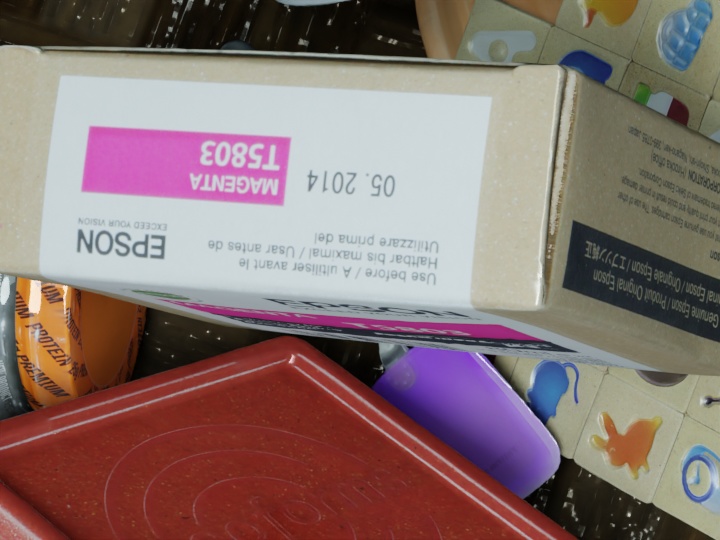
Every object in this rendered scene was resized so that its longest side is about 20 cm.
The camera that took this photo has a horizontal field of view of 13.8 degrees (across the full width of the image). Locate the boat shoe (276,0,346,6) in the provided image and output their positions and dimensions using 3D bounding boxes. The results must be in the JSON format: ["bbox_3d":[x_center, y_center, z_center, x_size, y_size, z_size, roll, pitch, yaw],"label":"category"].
[{"bbox_3d":[0.052,-0.141,1.002,0.200,0.062,0.072,-15,33,9],"label":"boat shoe"}]

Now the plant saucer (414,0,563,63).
[{"bbox_3d":[0.116,-0.109,1.044,0.200,0.032,0.201,-2,79,11],"label":"plant saucer"}]

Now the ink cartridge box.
[{"bbox_3d":[0.005,-0.018,0.939,0.200,0.165,0.075,5,85,29],"label":"ink cartridge box"}]

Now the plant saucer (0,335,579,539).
[{"bbox_3d":[-0.029,0.088,0.931,0.200,0.199,0.037,34,124,35],"label":"plant saucer"}]

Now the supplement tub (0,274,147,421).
[{"bbox_3d":[-0.180,-0.004,1.034,0.200,0.123,0.123,5,80,12],"label":"supplement tub"}]

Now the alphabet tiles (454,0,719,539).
[{"bbox_3d":[0.100,-0.011,0.993,0.200,0.006,0.167,28,107,32],"label":"alphabet tiles"}]

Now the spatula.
[{"bbox_3d":[0.000,0.000,1.047,0.057,0.021,0.200,-43,66,29],"label":"spatula"}]
